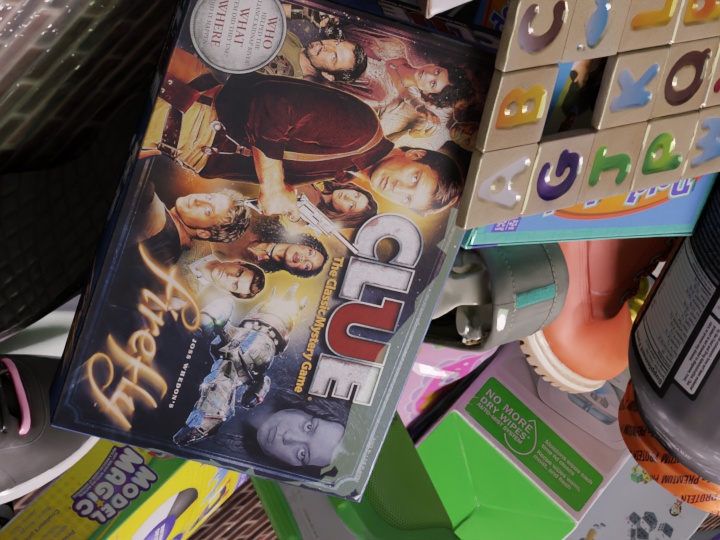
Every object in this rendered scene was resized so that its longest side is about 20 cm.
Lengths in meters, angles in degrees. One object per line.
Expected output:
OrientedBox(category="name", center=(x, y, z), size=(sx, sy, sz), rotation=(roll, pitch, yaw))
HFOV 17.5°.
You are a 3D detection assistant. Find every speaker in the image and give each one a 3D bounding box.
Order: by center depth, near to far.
OrientedBox(category="speaker", center=(-0.017, 0.087, 1.137), size=(0.088, 0.201, 0.089), rotation=(-23, 158, -10))

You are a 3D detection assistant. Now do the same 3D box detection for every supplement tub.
OrientedBox(category="supplement tub", center=(0.200, 0.012, 1.077), size=(0.122, 0.123, 0.201), rotation=(-9, 137, -37))

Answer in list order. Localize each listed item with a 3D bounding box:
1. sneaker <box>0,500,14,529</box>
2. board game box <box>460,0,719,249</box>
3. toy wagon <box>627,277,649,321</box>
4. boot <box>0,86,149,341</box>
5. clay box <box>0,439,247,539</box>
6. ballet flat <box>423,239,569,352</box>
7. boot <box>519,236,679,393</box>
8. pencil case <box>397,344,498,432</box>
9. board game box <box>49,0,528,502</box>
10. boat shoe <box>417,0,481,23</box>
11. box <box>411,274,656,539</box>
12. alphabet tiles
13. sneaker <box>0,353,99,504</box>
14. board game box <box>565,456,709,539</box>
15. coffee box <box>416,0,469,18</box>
OrientedBox(category="sneaker", center=(-0.237, 0.165, 1.256), size=(0.087, 0.075, 0.201), rotation=(-2, 142, -17))
OrientedBox(category="board game box", center=(0.116, -0.108, 0.970), size=(0.151, 0.045, 0.201), rotation=(-3, 123, -44))
OrientedBox(category="toy wagon", center=(0.208, -0.031, 1.223), size=(0.200, 0.039, 0.155), rotation=(-51, -173, 39))
OrientedBox(category="boot", center=(-0.110, -0.008, 1.010), size=(0.199, 0.070, 0.132), rotation=(-25, 163, 6))
OrientedBox(category="clay box", center=(-0.132, 0.134, 1.207), size=(0.200, 0.047, 0.115), rotation=(-45, 165, -30))
OrientedBox(category="ballet flat", center=(0.000, 0.000, 1.044), size=(0.199, 0.068, 0.064), rotation=(3, -163, 40))
OrientedBox(category="boot", center=(0.123, -0.009, 1.147), size=(0.106, 0.075, 0.200), rotation=(-7, 141, 16))
OrientedBox(category="pencil case", center=(0.013, 0.047, 1.246), size=(0.087, 0.088, 0.200), rotation=(-9, 151, -36))
OrientedBox(category="board game box", center=(-0.031, -0.015, 0.924), size=(0.135, 0.035, 0.201), rotation=(15, 111, -14))
OrientedBox(category="boat shoe", center=(0.105, -0.100, 1.057), size=(0.199, 0.057, 0.069), rotation=(-2, 147, -45))
OrientedBox(category="box", center=(0.083, 0.103, 1.330), size=(0.176, 0.097, 0.200), rotation=(-45, 175, -42))
OrientedBox(category="alphabet tiles", center=(0.118, -0.118, 0.912), size=(0.166, 0.008, 0.201), rotation=(-13, 127, -41))
OrientedBox(category="sneaker", center=(-0.190, 0.061, 1.054), size=(0.199, 0.071, 0.099), rotation=(-8, 156, -31))
OrientedBox(category="board game box", center=(0.107, 0.197, 1.354), size=(0.200, 0.064, 0.148), rotation=(-47, 176, -23))
OrientedBox(category="coffee box", center=(0.089, -0.183, 0.784), size=(0.199, 0.115, 0.080), rotation=(-23, 157, -11))
